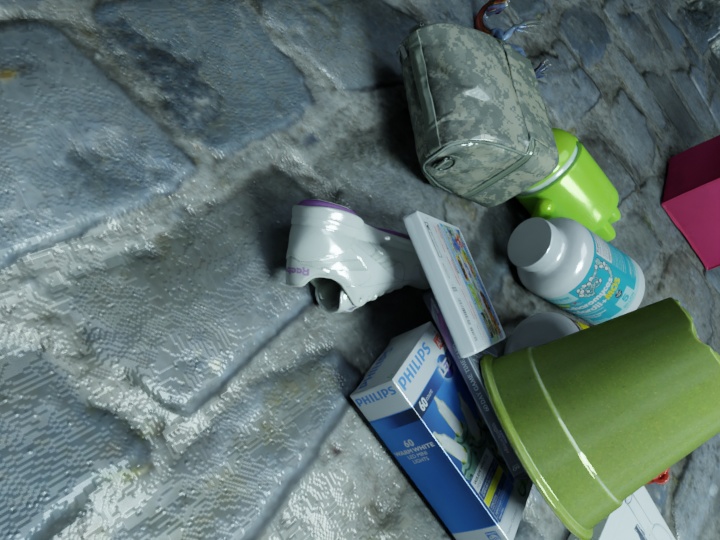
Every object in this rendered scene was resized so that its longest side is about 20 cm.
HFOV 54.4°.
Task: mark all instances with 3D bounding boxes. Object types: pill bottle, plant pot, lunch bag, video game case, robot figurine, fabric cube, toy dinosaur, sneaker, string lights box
[{"bbox_3d":[0.288,-0.002,0.951,0.200,0.111,0.111,24,53,-35],"label":"pill bottle"},{"bbox_3d":[0.249,0.123,0.677,0.200,0.190,0.200,51,16,-21],"label":"plant pot"},{"bbox_3d":[0.131,-0.197,0.871,0.168,0.139,0.200,15,59,-42],"label":"lunch bag"},{"bbox_3d":[0.104,0.014,0.734,0.143,0.018,0.200,68,17,9],"label":"video game case"},{"bbox_3d":[0.278,0.126,0.872,0.200,0.109,0.109,21,55,-38],"label":"pill bottle"},{"bbox_3d":[0.138,0.120,0.728,0.143,0.019,0.200,29,33,-59],"label":"video game case"},{"bbox_3d":[0.288,-0.120,1.010,0.200,0.116,0.176,45,52,-19],"label":"robot figurine"},{"bbox_3d":[0.782,-0.158,1.478,0.200,0.196,0.199,50,42,-15],"label":"fabric cube"},{"bbox_3d":[0.215,-0.353,1.088,0.200,0.105,0.182,-15,60,-36],"label":"toy dinosaur"},{"bbox_3d":[0.000,0.000,0.700,0.200,0.075,0.100,19,81,-42],"label":"sneaker"},{"bbox_3d":[0.086,0.163,0.690,0.200,0.059,0.103,55,38,-10],"label":"string lights box"}]

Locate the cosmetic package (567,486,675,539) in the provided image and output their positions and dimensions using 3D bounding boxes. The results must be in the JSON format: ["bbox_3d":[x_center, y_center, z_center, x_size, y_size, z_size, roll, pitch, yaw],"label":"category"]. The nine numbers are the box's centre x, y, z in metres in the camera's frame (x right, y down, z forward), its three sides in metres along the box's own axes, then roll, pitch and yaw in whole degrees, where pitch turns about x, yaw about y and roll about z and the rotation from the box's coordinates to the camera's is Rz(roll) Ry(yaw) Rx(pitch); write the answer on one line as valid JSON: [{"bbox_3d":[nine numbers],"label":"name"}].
[{"bbox_3d":[0.314,0.354,0.834,0.151,0.052,0.200,57,41,-2],"label":"cosmetic package"}]

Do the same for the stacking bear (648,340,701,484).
[{"bbox_3d":[0.392,0.193,0.960,0.200,0.121,0.114,-65,145,-32],"label":"stacking bear"}]
